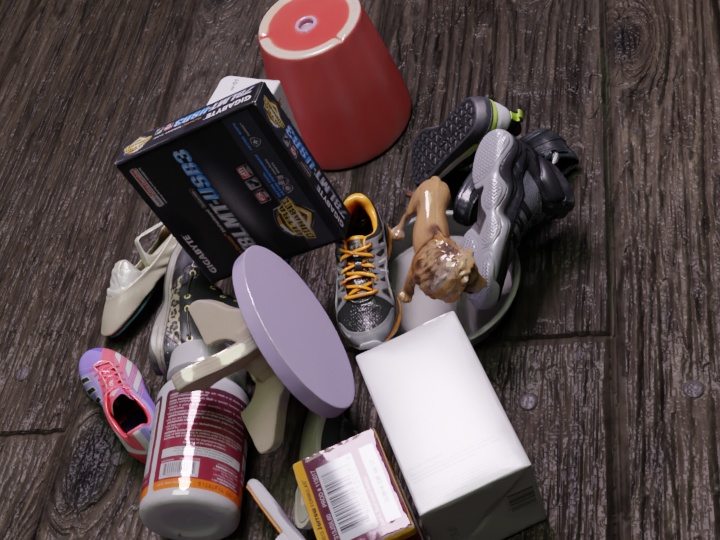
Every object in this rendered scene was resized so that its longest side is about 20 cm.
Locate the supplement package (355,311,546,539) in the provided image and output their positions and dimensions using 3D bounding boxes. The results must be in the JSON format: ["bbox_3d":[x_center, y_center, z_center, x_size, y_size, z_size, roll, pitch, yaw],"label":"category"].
[{"bbox_3d":[0.091,0.169,1.124,0.118,0.122,0.202,-24,50,0],"label":"supplement package"}]

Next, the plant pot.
[{"bbox_3d":[-0.045,-0.267,1.475,0.197,0.178,0.203,-10,51,12],"label":"plant pot"}]

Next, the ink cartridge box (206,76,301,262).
[{"bbox_3d":[-0.133,-0.120,1.374,0.083,0.201,0.146,8,56,24],"label":"ink cartridge box"}]

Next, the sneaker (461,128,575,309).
[{"bbox_3d":[0.181,-0.052,1.241,0.112,0.075,0.204,10,83,-22],"label":"sneaker"}]

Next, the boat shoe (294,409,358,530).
[{"bbox_3d":[-0.029,0.197,1.194,0.067,0.072,0.202,17,43,-16],"label":"boat shoe"}]

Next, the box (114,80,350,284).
[{"bbox_3d":[-0.141,-0.091,1.243,0.196,0.201,0.050,-18,35,25],"label":"box"}]

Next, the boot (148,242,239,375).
[{"bbox_3d":[-0.166,0.039,1.353,0.151,0.074,0.206,0,53,13],"label":"boot"}]

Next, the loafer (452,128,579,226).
[{"bbox_3d":[0.188,-0.108,1.320,0.070,0.069,0.200,35,51,28],"label":"loafer"}]

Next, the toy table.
[{"bbox_3d":[-0.104,0.089,1.176,0.117,0.183,0.202,-38,59,25],"label":"toy table"}]

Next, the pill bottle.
[{"bbox_3d":[-0.177,0.185,1.213,0.108,0.110,0.203,-8,51,13],"label":"pill bottle"}]

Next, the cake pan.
[{"bbox_3d":[0.093,0.018,1.296,0.197,0.037,0.203,-10,51,12],"label":"cake pan"}]

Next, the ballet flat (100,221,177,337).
[{"bbox_3d":[-0.281,-0.005,1.423,0.069,0.070,0.201,22,60,32],"label":"ballet flat"}]

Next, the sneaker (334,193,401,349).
[{"bbox_3d":[0.000,0.000,1.268,0.077,0.078,0.202,-12,52,8],"label":"sneaker"}]

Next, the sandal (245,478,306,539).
[{"bbox_3d":[-0.075,0.297,1.118,0.059,0.080,0.206,-38,42,-11],"label":"sandal"}]

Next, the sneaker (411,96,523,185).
[{"bbox_3d":[0.132,-0.150,1.359,0.082,0.199,0.073,6,74,-25],"label":"sneaker"}]

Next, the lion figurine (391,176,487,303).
[{"bbox_3d":[0.080,-0.043,1.232,0.071,0.123,0.203,-1,57,-17],"label":"lion figurine"}]

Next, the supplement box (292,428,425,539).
[{"bbox_3d":[0.016,0.256,1.030,0.085,0.201,0.111,-23,49,-1],"label":"supplement box"}]

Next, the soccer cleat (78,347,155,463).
[{"bbox_3d":[-0.285,0.147,1.302,0.066,0.077,0.200,-35,51,-10],"label":"soccer cleat"}]
